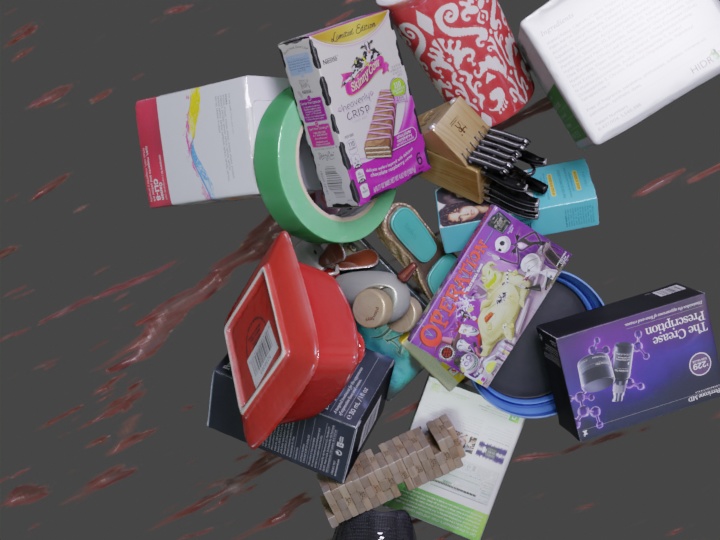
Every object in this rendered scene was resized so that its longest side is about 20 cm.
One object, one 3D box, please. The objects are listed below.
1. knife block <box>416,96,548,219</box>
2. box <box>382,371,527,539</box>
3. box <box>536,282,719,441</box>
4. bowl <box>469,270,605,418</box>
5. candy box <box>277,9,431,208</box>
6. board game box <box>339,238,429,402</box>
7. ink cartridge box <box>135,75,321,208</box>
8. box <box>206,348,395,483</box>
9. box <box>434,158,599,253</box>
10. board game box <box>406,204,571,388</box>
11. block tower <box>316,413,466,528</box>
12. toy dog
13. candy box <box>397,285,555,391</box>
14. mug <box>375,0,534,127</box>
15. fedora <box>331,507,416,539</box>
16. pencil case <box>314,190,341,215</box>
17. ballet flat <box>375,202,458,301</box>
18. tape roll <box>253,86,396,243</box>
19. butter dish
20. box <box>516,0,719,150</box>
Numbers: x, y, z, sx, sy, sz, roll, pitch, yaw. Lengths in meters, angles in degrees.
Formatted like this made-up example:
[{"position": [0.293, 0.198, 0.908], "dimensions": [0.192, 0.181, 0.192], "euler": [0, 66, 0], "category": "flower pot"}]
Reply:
[{"position": [0.142, -0.129, 1.192], "dimensions": [0.176, 0.200, 0.064], "euler": [45, 68, -15], "category": "knife block"}, {"position": [0.129, 0.257, 1.293], "dimensions": [0.144, 0.036, 0.200], "euler": [20, 97, 7], "category": "box"}, {"position": [0.342, 0.115, 1.188], "dimensions": [0.200, 0.079, 0.141], "euler": [-17, 103, -6], "category": "box"}, {"position": [0.228, 0.093, 1.227], "dimensions": [0.200, 0.039, 0.201], "euler": [-2, 101, -10], "category": "bowl"}, {"position": [-0.002, -0.189, 1.100], "dimensions": [0.061, 0.136, 0.200], "euler": [0, 114, 47], "category": "candy box"}, {"position": [0.018, 0.063, 1.293], "dimensions": [0.200, 0.028, 0.135], "euler": [45, 102, 2], "category": "board game box"}, {"position": [-0.161, -0.163, 1.203], "dimensions": [0.200, 0.145, 0.145], "euler": [-4, 95, 38], "category": "ink cartridge box"}, {"position": [-0.077, 0.161, 1.237], "dimensions": [0.200, 0.148, 0.107], "euler": [20, 126, 11], "category": "box"}, {"position": [0.200, -0.084, 1.214], "dimensions": [0.200, 0.082, 0.049], "euler": [-11, 134, 8], "category": "box"}, {"position": [0.161, 0.033, 1.170], "dimensions": [0.120, 0.032, 0.200], "euler": [31, 94, -6], "category": "board game box"}, {"position": [0.038, 0.261, 1.230], "dimensions": [0.200, 0.054, 0.058], "euler": [-26, 113, -4], "category": "block tower"}, {"position": [0.000, 0.000, 1.207], "dimensions": [0.200, 0.132, 0.096], "euler": [31, 101, 10], "category": "toy dog"}, {"position": [0.154, 0.056, 1.240], "dimensions": [0.200, 0.026, 0.102], "euler": [-45, 110, 0], "category": "candy box"}, {"position": [0.139, -0.299, 1.166], "dimensions": [0.178, 0.133, 0.200], "euler": [-49, 121, -25], "category": "mug"}, {"position": [0.020, 0.367, 1.262], "dimensions": [0.200, 0.201, 0.092], "euler": [1, 70, 9], "category": "fedora"}, {"position": [-0.025, -0.156, 1.247], "dimensions": [0.087, 0.087, 0.200], "euler": [-2, 94, 10], "category": "pencil case"}, {"position": [0.086, -0.014, 1.251], "dimensions": [0.071, 0.065, 0.200], "euler": [-43, 115, -16], "category": "ballet flat"}, {"position": [-0.037, -0.133, 1.143], "dimensions": [0.048, 0.200, 0.201], "euler": [0, 97, 45], "category": "tape roll"}, {"position": [-0.063, 0.088, 1.115], "dimensions": [0.148, 0.200, 0.200], "euler": [9, 136, -30], "category": "butter dish"}, {"position": [0.314, -0.266, 1.123], "dimensions": [0.200, 0.199, 0.171], "euler": [-30, 91, 10], "category": "box"}]
